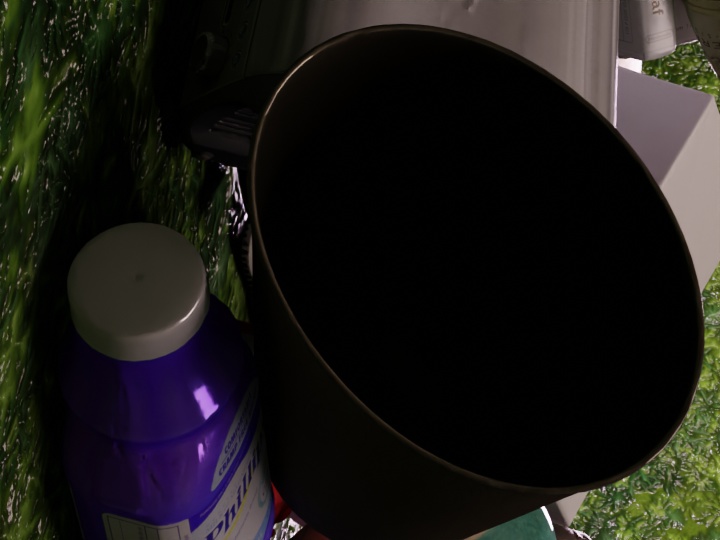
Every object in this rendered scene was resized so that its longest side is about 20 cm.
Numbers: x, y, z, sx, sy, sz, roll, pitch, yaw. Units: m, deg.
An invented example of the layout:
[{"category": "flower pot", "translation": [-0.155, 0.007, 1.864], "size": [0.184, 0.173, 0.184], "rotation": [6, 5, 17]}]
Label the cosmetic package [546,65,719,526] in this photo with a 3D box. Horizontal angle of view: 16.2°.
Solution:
[{"category": "cosmetic package", "translation": [0.105, 0.009, 1.238], "size": [0.200, 0.085, 0.108], "rotation": [-58, 147, -21]}]

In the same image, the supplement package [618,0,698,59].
[{"category": "supplement package", "translation": [0.125, -0.213, 1.127], "size": [0.117, 0.117, 0.201], "rotation": [34, -44, 57]}]

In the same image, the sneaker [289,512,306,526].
[{"category": "sneaker", "translation": [0.029, 0.056, 1.298], "size": [0.200, 0.088, 0.080], "rotation": [-58, -166, -29]}]

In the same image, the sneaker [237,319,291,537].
[{"category": "sneaker", "translation": [-0.052, 0.091, 1.117], "size": [0.116, 0.078, 0.200], "rotation": [-70, 158, -9]}]

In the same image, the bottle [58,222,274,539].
[{"category": "bottle", "translation": [-0.071, 0.058, 0.917], "size": [0.200, 0.065, 0.084], "rotation": [88, 20, -55]}]

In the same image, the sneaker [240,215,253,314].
[{"category": "sneaker", "translation": [0.000, -0.001, 1.213], "size": [0.200, 0.093, 0.071], "rotation": [79, 24, -69]}]

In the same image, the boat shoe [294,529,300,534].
[{"category": "boat shoe", "translation": [-0.031, 0.243, 1.409], "size": [0.063, 0.073, 0.201], "rotation": [-10, 99, -74]}]

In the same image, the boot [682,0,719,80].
[{"category": "boot", "translation": [0.226, -0.116, 1.110], "size": [0.200, 0.072, 0.155], "rotation": [-36, 127, -24]}]

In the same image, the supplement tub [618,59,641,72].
[{"category": "supplement tub", "translation": [0.094, -0.163, 1.468], "size": [0.200, 0.145, 0.146], "rotation": [80, 22, -66]}]

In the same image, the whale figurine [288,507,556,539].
[{"category": "whale figurine", "translation": [0.001, 0.162, 1.135], "size": [0.200, 0.104, 0.159], "rotation": [-36, -177, 7]}]

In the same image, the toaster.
[{"category": "toaster", "translation": [0.027, -0.097, 1.007], "size": [0.114, 0.199, 0.130], "rotation": [-16, -115, 60]}]

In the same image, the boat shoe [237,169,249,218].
[{"category": "boat shoe", "translation": [-0.017, -0.093, 1.111], "size": [0.200, 0.072, 0.068], "rotation": [-85, 174, -47]}]

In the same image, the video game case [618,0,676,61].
[{"category": "video game case", "translation": [0.063, -0.196, 1.095], "size": [0.200, 0.022, 0.183], "rotation": [26, -51, 56]}]

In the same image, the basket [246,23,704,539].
[{"category": "basket", "translation": [0.025, 0.026, 0.936], "size": [0.136, 0.180, 0.200], "rotation": [-35, 169, -19]}]

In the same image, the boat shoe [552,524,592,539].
[{"category": "boat shoe", "translation": [0.050, 0.195, 1.256], "size": [0.200, 0.059, 0.072], "rotation": [-61, -151, 34]}]
